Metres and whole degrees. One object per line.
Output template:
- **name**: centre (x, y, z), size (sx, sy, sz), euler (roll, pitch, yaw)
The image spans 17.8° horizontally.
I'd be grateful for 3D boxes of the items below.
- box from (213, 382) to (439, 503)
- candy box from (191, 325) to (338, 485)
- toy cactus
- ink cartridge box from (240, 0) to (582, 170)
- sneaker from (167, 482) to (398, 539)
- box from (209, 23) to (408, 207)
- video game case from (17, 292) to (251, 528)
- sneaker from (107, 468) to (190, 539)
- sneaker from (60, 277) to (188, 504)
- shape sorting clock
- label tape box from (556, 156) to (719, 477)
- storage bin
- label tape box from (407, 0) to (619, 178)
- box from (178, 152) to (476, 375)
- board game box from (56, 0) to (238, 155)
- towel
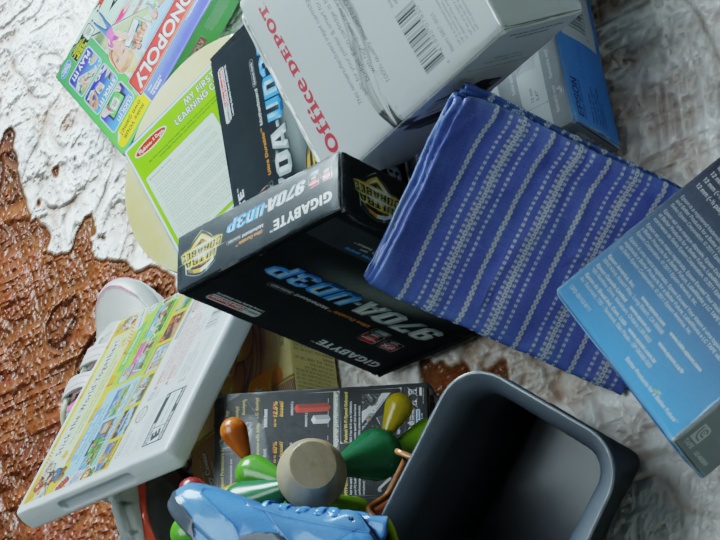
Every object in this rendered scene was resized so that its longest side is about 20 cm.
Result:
- **box**: centre (-0.023, 0.183, 1.604), size (0.156, 0.050, 0.202), euler (-4, 72, 10)
- **candy box**: centre (-0.071, 0.118, 1.722), size (0.115, 0.055, 0.202), euler (-26, 62, 37)
- **toy cactus**: centre (-0.031, 0.129, 1.508), size (0.165, 0.198, 0.103), euler (102, 157, -77)
- **ink cartridge box**: centre (0.029, -0.172, 1.501), size (0.200, 0.083, 0.146), euler (-39, 74, 45)
- **sneaker**: centre (-0.025, 0.169, 1.417), size (0.199, 0.066, 0.079), euler (28, 96, 20)
- **box**: centre (-0.039, -0.105, 1.658), size (0.159, 0.046, 0.201), euler (-39, 53, 46)
- **video game case**: centre (-0.155, 0.087, 1.692), size (0.181, 0.023, 0.201), euler (-25, 30, 42)
- **sneaker**: centre (-0.140, 0.204, 1.754), size (0.077, 0.081, 0.202), euler (-179, 77, -67)
- **sneaker**: centre (-0.191, 0.096, 1.826), size (0.081, 0.088, 0.202), euler (-28, 59, 37)
- **shape sorting clock**: centre (-0.105, -0.091, 1.789), size (0.199, 0.039, 0.202), euler (-12, 68, 33)
- **label tape box**: centre (0.241, 0.008, 1.423), size (0.200, 0.066, 0.144), euler (-38, 50, 4)
- **storage bin**: centre (0.087, 0.167, 1.474), size (0.145, 0.134, 0.201), euler (29, 99, 21)
- **label tape box**: centre (0.072, -0.118, 1.616), size (0.199, 0.066, 0.144), euler (-24, 62, 28)
- **box**: centre (0.000, 0.000, 1.571), size (0.158, 0.199, 0.046), euler (-25, 54, 37)
- **board game box**: centre (-0.170, -0.210, 1.931), size (0.135, 0.029, 0.201), euler (46, 111, 43)
- **towel**: centre (0.116, -0.018, 1.480), size (0.146, 0.199, 0.024), euler (-64, 17, 10)
